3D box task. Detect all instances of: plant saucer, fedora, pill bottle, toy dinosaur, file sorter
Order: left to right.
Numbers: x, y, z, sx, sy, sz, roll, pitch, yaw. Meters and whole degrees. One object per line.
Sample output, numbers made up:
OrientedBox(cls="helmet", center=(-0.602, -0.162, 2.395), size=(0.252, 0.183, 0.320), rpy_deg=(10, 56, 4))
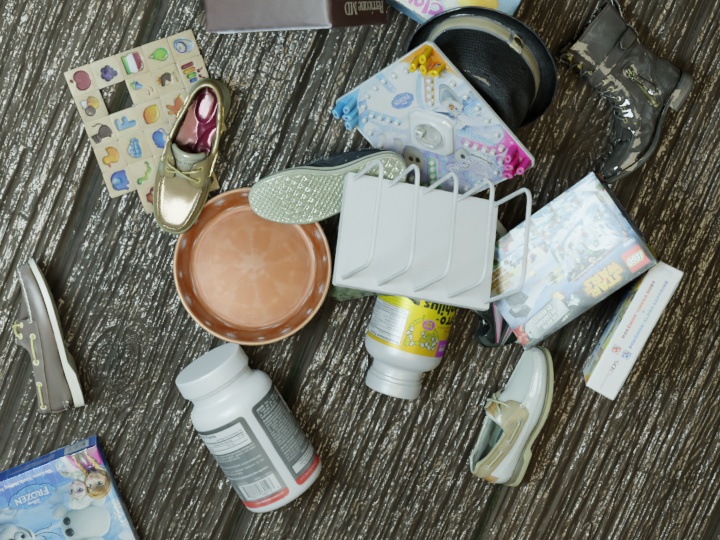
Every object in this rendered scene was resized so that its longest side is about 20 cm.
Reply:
OrientedBox(cls="pill bottle", center=(-0.145, 0.200, 1.583), size=(0.116, 0.116, 0.200), rpy_deg=(-31, 104, -4))
OrientedBox(cls="plant saucer", center=(-0.137, -0.005, 1.567), size=(0.200, 0.032, 0.201), rpy_deg=(0, 86, -4))
OrientedBox(cls="toy dinosaur", center=(0.000, 0.000, 1.574), size=(0.047, 0.200, 0.088), rpy_deg=(17, 77, -53))
OrientedBox(cls="pill bottle", center=(0.068, 0.061, 1.602), size=(0.104, 0.104, 0.200), rpy_deg=(13, 98, -13))
OrientedBox(cls="file sorter", center=(0.086, -0.044, 1.458), size=(0.200, 0.125, 0.139), rpy_deg=(10, 77, -16))
OrientedBox(cls="fedora", center=(0.145, -0.225, 1.522), size=(0.200, 0.092, 0.201), rpy_deg=(9, 138, 8))

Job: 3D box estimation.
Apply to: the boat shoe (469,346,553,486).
OrientedBox(cls="boat shoe", center=(0.205, 0.196, 1.669), size=(0.068, 0.075, 0.200), rpy_deg=(11, 99, -18))

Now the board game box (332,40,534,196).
OrientedBox(cls="board game box", center=(0.085, -0.166, 1.524), size=(0.200, 0.200, 0.026), rpy_deg=(46, 54, -15))

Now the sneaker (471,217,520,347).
OrientedBox(cls="sneaker", center=(0.168, 0.016, 1.626), size=(0.086, 0.080, 0.200), rpy_deg=(-19, 103, -5))

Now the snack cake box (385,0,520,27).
OrientedBox(cls="snack cake box", center=(0.099, -0.365, 1.545), size=(0.200, 0.067, 0.115), rpy_deg=(28, 94, -14))

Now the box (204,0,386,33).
OrientedBox(cls="box", center=(-0.077, -0.380, 1.430), size=(0.164, 0.166, 0.200), rpy_deg=(2, 103, 24))

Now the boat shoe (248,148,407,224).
OrientedBox(cls="boat shoe", center=(-0.041, -0.108, 1.539), size=(0.200, 0.062, 0.075), rpy_deg=(-15, 111, -3))

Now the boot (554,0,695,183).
OrientedBox(cls="boot", center=(0.326, -0.236, 1.619), size=(0.174, 0.069, 0.200), rpy_deg=(34, 85, -12))

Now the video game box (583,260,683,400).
OrientedBox(cls="video game box", center=(0.352, 0.072, 1.611), size=(0.047, 0.200, 0.182), rpy_deg=(26, 94, 8))

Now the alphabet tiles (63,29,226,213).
OrientedBox(cls="alphabet tiles", center=(-0.256, -0.180, 1.545), size=(0.167, 0.008, 0.200), rpy_deg=(-20, 104, -7))

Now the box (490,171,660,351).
OrientedBox(cls="box", center=(0.251, -0.011, 1.533), size=(0.200, 0.040, 0.137), rpy_deg=(-36, 81, 21))

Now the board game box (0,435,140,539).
OrientedBox(cls="board game box", center=(-0.400, 0.343, 1.599), size=(0.200, 0.043, 0.199), rpy_deg=(-21, 105, -6))

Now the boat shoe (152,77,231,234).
OrientedBox(cls="boat shoe", center=(-0.213, -0.142, 1.517), size=(0.074, 0.066, 0.200), rpy_deg=(14, 95, -1))

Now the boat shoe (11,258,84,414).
OrientedBox(cls="boat shoe", center=(-0.399, 0.085, 1.537), size=(0.059, 0.072, 0.200), rpy_deg=(-17, 109, -10))
